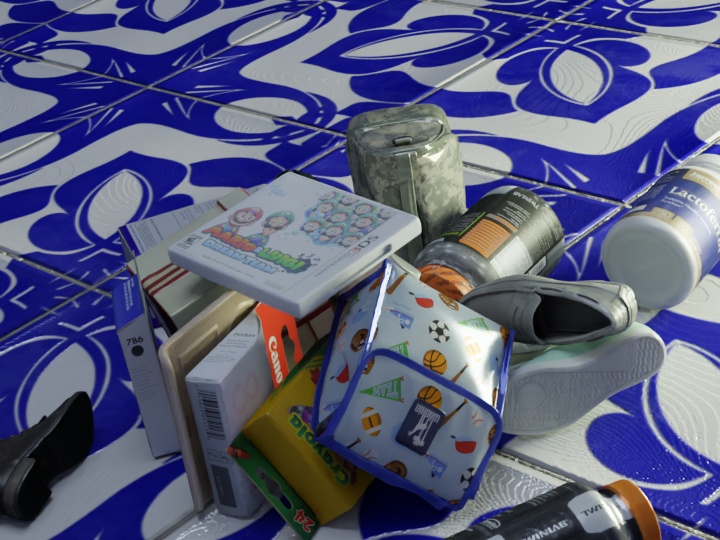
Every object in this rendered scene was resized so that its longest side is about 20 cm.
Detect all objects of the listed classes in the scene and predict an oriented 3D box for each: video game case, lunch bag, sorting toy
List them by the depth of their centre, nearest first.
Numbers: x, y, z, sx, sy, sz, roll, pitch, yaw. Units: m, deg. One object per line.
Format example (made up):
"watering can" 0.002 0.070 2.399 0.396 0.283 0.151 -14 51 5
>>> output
"lunch bag" 0.051 0.117 1.523 0.124 0.169 0.201 -42 24 48
"sorting toy" -0.139 0.116 1.594 0.036 0.186 0.200 5 30 27
"video game case" -0.069 -0.031 1.610 0.199 0.024 0.182 21 44 40
"lunch bag" 0.059 -0.084 1.892 0.138 0.202 0.168 -7 22 3

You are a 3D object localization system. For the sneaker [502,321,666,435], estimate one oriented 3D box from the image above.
"sneaker" 0.209 0.105 1.632 0.199 0.074 0.118 -21 16 -5

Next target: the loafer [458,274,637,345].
"loafer" 0.183 0.042 1.602 0.199 0.070 0.070 -5 14 33

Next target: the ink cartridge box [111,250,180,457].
"ink cartridge box" -0.231 0.089 1.665 0.039 0.201 0.100 -13 26 -6

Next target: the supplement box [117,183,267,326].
"supplement box" -0.189 -0.021 1.960 0.199 0.102 0.103 -18 29 -14

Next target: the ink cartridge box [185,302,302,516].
"ink cartridge box" -0.094 0.125 1.589 0.057 0.164 0.200 9 34 32

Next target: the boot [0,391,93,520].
"boot" -0.396 0.191 1.674 0.173 0.070 0.200 3 33 23

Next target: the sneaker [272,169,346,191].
"sneaker" -0.061 -0.089 1.850 0.076 0.088 0.200 -44 5 3

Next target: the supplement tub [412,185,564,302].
"supplement tub" 0.138 -0.003 1.789 0.122 0.123 0.200 11 35 35

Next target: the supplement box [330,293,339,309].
"supplement box" -0.017 0.013 1.874 0.069 0.067 0.199 -29 32 -31

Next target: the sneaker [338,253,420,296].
"sneaker" 0.000 0.000 1.756 0.081 0.070 0.200 -57 21 4

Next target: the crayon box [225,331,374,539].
"crayon box" -0.034 0.159 1.547 0.051 0.127 0.200 -35 10 41

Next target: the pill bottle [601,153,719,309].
"pill bottle" 0.370 -0.050 1.803 0.115 0.117 0.200 10 34 33

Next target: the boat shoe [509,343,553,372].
"boat shoe" 0.175 0.068 1.705 0.201 0.065 0.074 -24 30 -22

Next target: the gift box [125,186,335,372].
"gift box" -0.125 0.037 1.754 0.186 0.201 0.184 -34 37 -10

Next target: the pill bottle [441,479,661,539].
"pill bottle" 0.158 0.248 1.337 0.199 0.107 0.106 -22 30 -19
